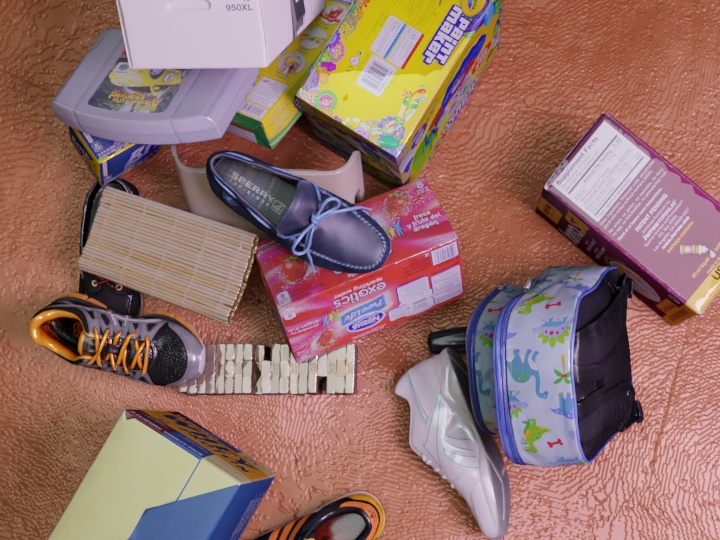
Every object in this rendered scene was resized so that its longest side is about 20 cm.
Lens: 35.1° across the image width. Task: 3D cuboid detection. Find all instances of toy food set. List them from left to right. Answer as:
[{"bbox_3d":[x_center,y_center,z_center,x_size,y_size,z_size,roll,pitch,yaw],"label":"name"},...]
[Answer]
[{"bbox_3d":[-0.094,-0.078,1.210,0.197,0.144,0.061,1,53,5],"label":"toy food set"}]

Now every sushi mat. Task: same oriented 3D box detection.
[{"bbox_3d":[-0.202,-0.018,1.185,0.198,0.012,0.097,18,89,23],"label":"sushi mat"}]

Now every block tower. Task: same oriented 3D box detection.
[{"bbox_3d":[-0.102,0.107,1.224,0.197,0.054,0.059,1,82,6],"label":"block tower"}]

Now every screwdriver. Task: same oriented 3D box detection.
[{"bbox_3d":[0.170,0.065,1.221,0.197,0.028,0.029,-10,110,2],"label":"screwdriver"}]

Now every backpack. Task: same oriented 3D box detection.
[{"bbox_3d":[0.185,0.097,1.115,0.145,0.200,0.186,-3,100,25],"label":"backpack"}]

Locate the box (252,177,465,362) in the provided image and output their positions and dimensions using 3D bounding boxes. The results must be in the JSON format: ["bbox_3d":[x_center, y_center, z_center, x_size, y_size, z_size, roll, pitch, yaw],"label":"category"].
[{"bbox_3d":[0.000,0.000,1.181,0.198,0.100,0.096,-22,52,-6],"label":"box"}]

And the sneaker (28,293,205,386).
[{"bbox_3d":[-0.255,0.078,1.183,0.198,0.077,0.079,11,99,17],"label":"sneaker"}]

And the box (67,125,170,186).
[{"bbox_3d":[-0.216,-0.178,1.238,0.199,0.064,0.070,-34,80,-19],"label":"box"}]

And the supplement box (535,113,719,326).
[{"bbox_3d":[0.289,-0.048,1.172,0.200,0.131,0.103,41,88,10],"label":"supplement box"}]

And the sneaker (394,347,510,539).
[{"bbox_3d":[0.100,0.188,1.196,0.080,0.070,0.202,-24,78,17],"label":"sneaker"}]

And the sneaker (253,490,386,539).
[{"bbox_3d":[-0.066,0.293,1.178,0.199,0.090,0.070,-31,81,0],"label":"sneaker"}]

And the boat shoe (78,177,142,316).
[{"bbox_3d":[-0.278,-0.003,1.252,0.073,0.063,0.204,2,84,4],"label":"boat shoe"}]

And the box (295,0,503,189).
[{"bbox_3d":[0.046,-0.208,1.183,0.121,0.193,0.201,32,87,8],"label":"box"}]

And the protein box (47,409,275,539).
[{"bbox_3d":[-0.203,0.259,1.139,0.134,0.200,0.200,30,86,8],"label":"protein box"}]

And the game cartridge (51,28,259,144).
[{"bbox_3d":[-0.209,-0.186,1.150,0.198,0.041,0.134,8,57,23],"label":"game cartridge"}]

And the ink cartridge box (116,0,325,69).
[{"bbox_3d":[-0.130,-0.265,1.108,0.143,0.200,0.085,1,118,15],"label":"ink cartridge box"}]

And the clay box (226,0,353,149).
[{"bbox_3d":[-0.083,-0.227,1.199,0.114,0.048,0.201,24,63,28],"label":"clay box"}]

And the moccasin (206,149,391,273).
[{"bbox_3d":[-0.066,-0.052,1.095,0.198,0.068,0.081,23,86,5],"label":"moccasin"}]
